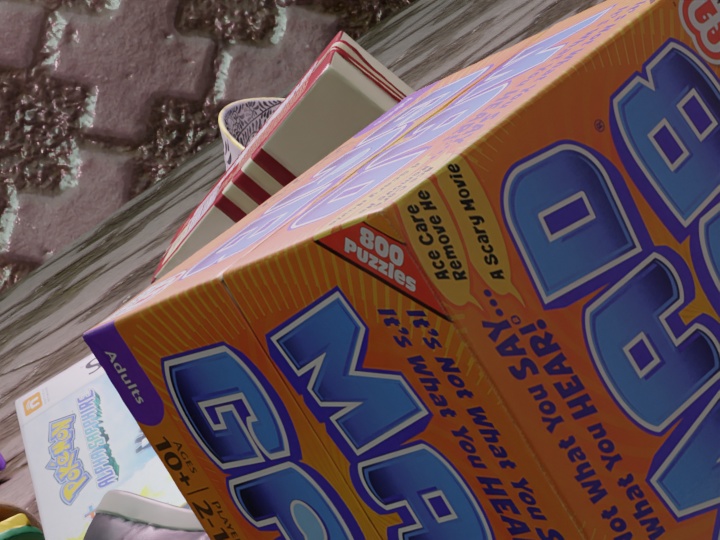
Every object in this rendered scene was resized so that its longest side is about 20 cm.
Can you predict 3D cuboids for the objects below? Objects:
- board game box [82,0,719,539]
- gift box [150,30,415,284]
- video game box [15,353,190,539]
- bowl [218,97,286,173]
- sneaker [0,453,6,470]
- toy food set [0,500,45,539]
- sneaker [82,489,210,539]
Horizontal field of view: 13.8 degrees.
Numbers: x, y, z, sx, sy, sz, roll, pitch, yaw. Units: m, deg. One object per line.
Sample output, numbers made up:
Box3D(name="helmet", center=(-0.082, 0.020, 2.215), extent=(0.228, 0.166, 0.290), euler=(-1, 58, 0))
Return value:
Box3D(name="board game box", center=(0.064, 0.037, 1.104), extent=(0.200, 0.200, 0.200), euler=(-38, 10, -37))
Box3D(name="gift box", center=(0.000, 0.000, 1.676), extent=(0.200, 0.187, 0.185), euler=(-51, 5, 15))
Box3D(name="video game box", center=(-0.079, 0.097, 1.516), extent=(0.182, 0.047, 0.200), euler=(-33, 41, 11))
Box3D(name="bowl", center=(-0.021, -0.048, 2.207), extent=(0.201, 0.200, 0.094), euler=(-53, -18, -69))
Box3D(name="sneaker", center=(-0.325, 0.159, 2.421), extent=(0.083, 0.081, 0.200), euler=(-19, 19, 5))
Box3D(name="toy food set", center=(-0.270, 0.201, 1.728), extent=(0.200, 0.049, 0.198), euler=(-23, -29, -19))
Box3D(name="sneaker", center=(-0.071, 0.170, 1.366), extent=(0.200, 0.075, 0.106), euler=(5, 65, 53))
